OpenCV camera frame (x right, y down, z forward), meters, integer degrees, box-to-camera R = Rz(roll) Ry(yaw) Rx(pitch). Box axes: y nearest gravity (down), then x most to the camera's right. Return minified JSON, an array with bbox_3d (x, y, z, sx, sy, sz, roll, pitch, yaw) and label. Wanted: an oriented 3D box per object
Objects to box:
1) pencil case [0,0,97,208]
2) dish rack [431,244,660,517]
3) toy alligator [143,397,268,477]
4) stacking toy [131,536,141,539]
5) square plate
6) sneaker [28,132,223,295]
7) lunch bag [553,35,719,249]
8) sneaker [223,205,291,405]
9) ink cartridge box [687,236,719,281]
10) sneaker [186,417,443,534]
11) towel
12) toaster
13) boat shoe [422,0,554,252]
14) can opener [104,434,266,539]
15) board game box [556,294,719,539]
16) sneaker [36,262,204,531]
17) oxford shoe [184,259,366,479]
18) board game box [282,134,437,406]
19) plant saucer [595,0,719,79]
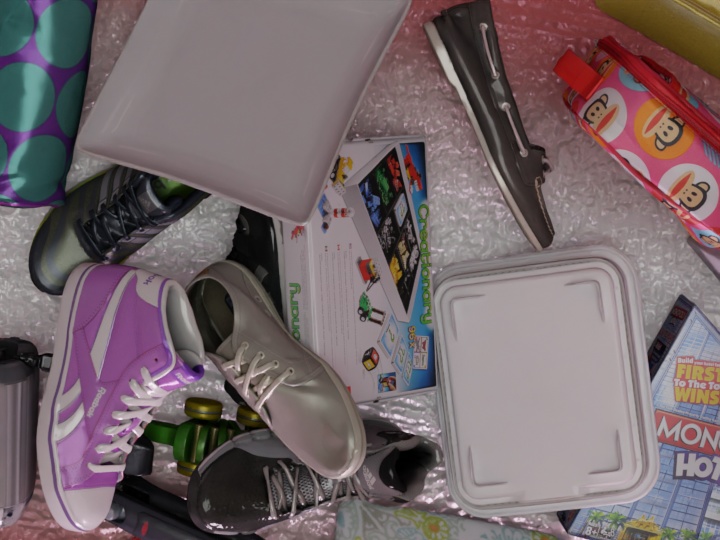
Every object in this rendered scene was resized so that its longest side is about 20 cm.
[{"bbox_3d":[-0.251,-0.147,1.628,0.092,0.085,0.202,10,98,1],"label":"pencil case"},{"bbox_3d":[0.138,0.087,1.676,0.170,0.044,0.202,-7,88,11],"label":"dish rack"},{"bbox_3d":[-0.079,0.140,1.696,0.198,0.054,0.060,9,98,-5],"label":"toy alligator"},{"bbox_3d":[-0.096,0.264,1.706,0.199,0.085,0.086,24,96,-2],"label":"stacking toy"},{"bbox_3d":[-0.084,-0.143,1.607,0.197,0.028,0.201,19,73,19],"label":"square plate"},{"bbox_3d":[-0.173,-0.053,1.648,0.200,0.081,0.074,-40,98,2],"label":"sneaker"},{"bbox_3d":[0.216,-0.105,1.610,0.176,0.200,0.082,38,99,-9],"label":"lunch bag"},{"bbox_3d":[-0.086,0.008,1.670,0.087,0.076,0.202,-8,96,6],"label":"sneaker"},{"bbox_3d":[0.359,-0.051,1.653,0.200,0.145,0.084,-43,98,3],"label":"ink cartridge box"},{"bbox_3d":[-0.025,0.151,1.629,0.199,0.115,0.076,-15,97,-32],"label":"sneaker"},{"bbox_3d":[0.072,0.272,1.679,0.199,0.172,0.048,12,142,-12],"label":"towel"},{"bbox_3d":[-0.319,0.121,1.648,0.198,0.114,0.130,0,101,0],"label":"toaster"},{"bbox_3d":[0.114,-0.113,1.668,0.057,0.067,0.201,-26,96,5],"label":"boat shoe"},{"bbox_3d":[-0.157,0.185,1.668,0.199,0.063,0.079,31,125,14],"label":"can opener"},{"bbox_3d":[0.279,0.131,1.717,0.199,0.062,0.201,14,98,-6],"label":"board game box"},{"bbox_3d":[-0.172,0.099,1.599,0.114,0.073,0.202,8,95,29],"label":"sneaker"},{"bbox_3d":[-0.069,0.075,1.598,0.200,0.058,0.075,52,120,21],"label":"oxford shoe"},{"bbox_3d":[0.000,0.000,1.651,0.126,0.034,0.202,-6,95,-42],"label":"board game box"},{"bbox_3d":[0.313,-0.244,1.672,0.199,0.048,0.201,29,95,-8],"label":"plant saucer"}]
